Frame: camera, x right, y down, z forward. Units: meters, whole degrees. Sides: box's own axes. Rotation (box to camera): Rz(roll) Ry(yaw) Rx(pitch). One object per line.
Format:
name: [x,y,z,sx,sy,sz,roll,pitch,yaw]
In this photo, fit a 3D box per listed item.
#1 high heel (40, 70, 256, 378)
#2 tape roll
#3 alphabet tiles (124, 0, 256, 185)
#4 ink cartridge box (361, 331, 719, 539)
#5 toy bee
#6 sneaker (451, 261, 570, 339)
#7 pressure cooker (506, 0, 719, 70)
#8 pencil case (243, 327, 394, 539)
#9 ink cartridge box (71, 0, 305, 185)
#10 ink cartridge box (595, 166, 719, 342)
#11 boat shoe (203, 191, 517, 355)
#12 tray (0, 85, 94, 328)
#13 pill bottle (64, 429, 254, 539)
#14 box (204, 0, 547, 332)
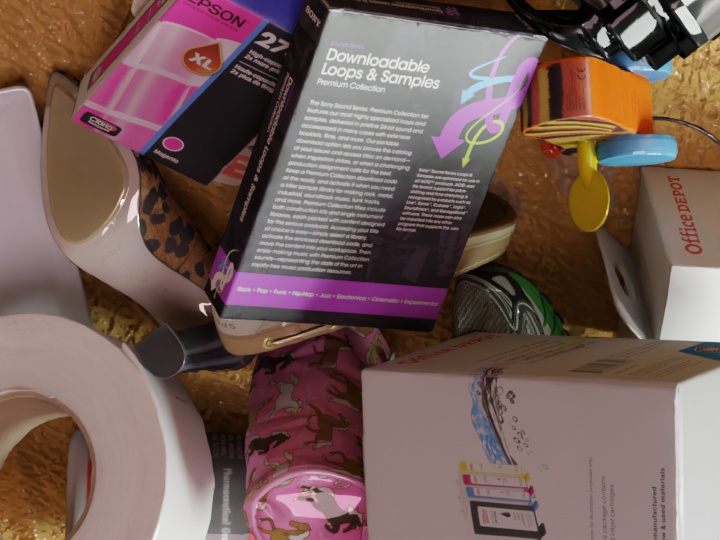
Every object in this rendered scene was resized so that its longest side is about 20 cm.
high heel: [-0.126,-0.028,1.707,0.071,0.142,0.201,-26,84,20]
tape roll: [-0.190,0.129,1.676,0.202,0.203,0.071,-30,158,12]
alphabet tiles: [-0.044,-0.109,1.629,0.195,0.015,0.200,13,143,-8]
ink cartridge box: [0.121,0.117,1.592,0.199,0.147,0.145,2,98,31]
toy bee: [0.139,-0.083,1.652,0.108,0.131,0.200,-8,151,35]
sneaker: [0.082,0.090,1.738,0.085,0.078,0.201,-22,115,-41]
pressure cooker: [0.158,-0.211,1.539,0.200,0.176,0.179,-39,91,5]
pencil case: [-0.023,0.098,1.689,0.086,0.200,0.083,-25,117,17]
ink cartridge box: [-0.077,-0.125,1.577,0.094,0.037,0.200,26,138,-20]
ink cartridge box: [0.242,0.023,1.709,0.199,0.129,0.126,3,119,-4]
boat shoe: [0.000,0.000,1.684,0.199,0.074,0.067,-13,125,-19]
tray: [-0.230,-0.019,1.713,0.107,0.022,0.201,-10,119,2]
pill bottle: [-0.086,0.159,1.768,0.199,0.114,0.114,2,119,-5]
box: [0.008,-0.059,1.575,0.143,0.036,0.201,5,121,-30]
